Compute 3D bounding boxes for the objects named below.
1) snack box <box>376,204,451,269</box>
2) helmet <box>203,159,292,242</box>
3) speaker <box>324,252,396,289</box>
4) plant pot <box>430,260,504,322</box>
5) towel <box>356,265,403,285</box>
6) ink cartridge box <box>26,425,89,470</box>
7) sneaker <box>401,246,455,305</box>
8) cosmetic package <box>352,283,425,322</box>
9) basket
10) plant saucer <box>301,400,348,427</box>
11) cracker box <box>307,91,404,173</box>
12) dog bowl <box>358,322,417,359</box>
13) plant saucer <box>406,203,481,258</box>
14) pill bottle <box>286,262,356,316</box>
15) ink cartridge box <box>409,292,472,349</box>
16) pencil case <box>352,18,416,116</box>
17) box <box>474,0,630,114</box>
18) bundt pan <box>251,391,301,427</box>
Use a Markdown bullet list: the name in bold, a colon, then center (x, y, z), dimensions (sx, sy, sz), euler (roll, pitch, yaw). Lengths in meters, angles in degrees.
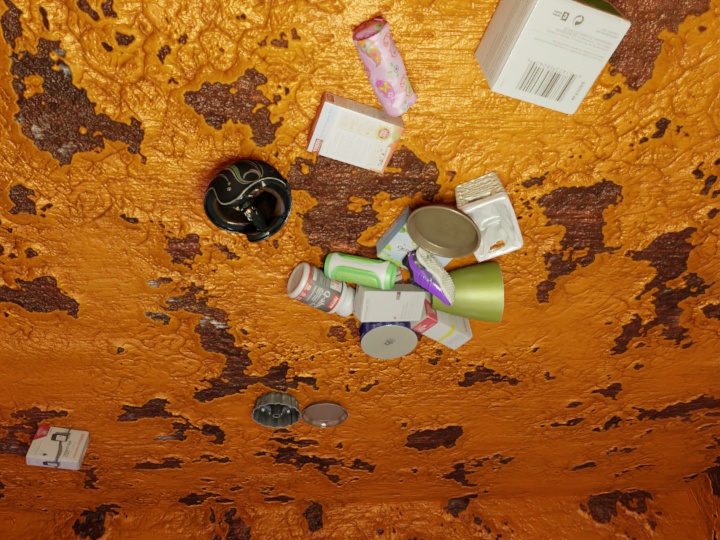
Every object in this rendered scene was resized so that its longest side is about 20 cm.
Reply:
- **snack box**: center (0.173, -0.077, 1.488), dimensions (0.200, 0.068, 0.169), euler (24, 130, -23)
- **helmet**: center (-0.278, -0.177, 1.267), dimensions (0.200, 0.191, 0.200), euler (-19, 122, -33)
- **speaker**: center (0.000, 0.000, 1.502), dimensions (0.200, 0.089, 0.089), euler (11, 138, 16)
- **plant pot**: center (0.315, 0.068, 1.568), dimensions (0.200, 0.187, 0.187), euler (-2, 136, 3)
- **towel**: center (0.069, 0.061, 1.621), dimensions (0.144, 0.023, 0.200), euler (-25, 141, -6)
- **ink cartridge box**: center (-1.276, 0.750, 2.184), dimensions (0.200, 0.145, 0.083), euler (14, 131, -17)
- **sneaker**: center (0.191, 0.025, 1.481), dimensions (0.099, 0.070, 0.200), euler (-26, 109, 35)
- **cosmetic package**: center (0.086, 0.096, 1.546), dimensions (0.200, 0.074, 0.102), euler (0, 109, -24)
- **basket**: center (0.342, -0.145, 1.389), dimensions (0.135, 0.123, 0.200), euler (-19, 133, 16)
- **plant saucer**: center (-0.152, 0.606, 2.193), dimensions (0.200, 0.035, 0.200), euler (-2, 137, -2)
- **cracker box**: center (-0.013, -0.325, 1.227), dimensions (0.200, 0.058, 0.134), euler (13, 133, -18)
- **dog bowl**: center (0.095, 0.218, 1.778), dimensions (0.200, 0.079, 0.200), euler (-2, 135, -2)
- **plant saucer**: center (0.218, -0.105, 1.348), dimensions (0.200, 0.029, 0.200), euler (17, 148, 11)
- **pill bottle**: center (-0.114, 0.063, 1.577), dimensions (0.200, 0.116, 0.116), euler (25, 129, -27)
- **ink cartridge box**: center (0.253, 0.150, 1.670), dimensions (0.200, 0.145, 0.083), euler (28, 127, -28)
- **pencil case**: center (0.056, -0.432, 1.107), dimensions (0.087, 0.088, 0.200), euler (-19, 135, 15)
- **box**: center (0.371, -0.460, 1.032), dimensions (0.199, 0.171, 0.200), euler (10, 133, -14)
- **bundt pan**: center (-0.340, 0.560, 2.101), dimensions (0.202, 0.076, 0.202), euler (-2, 137, -2)
